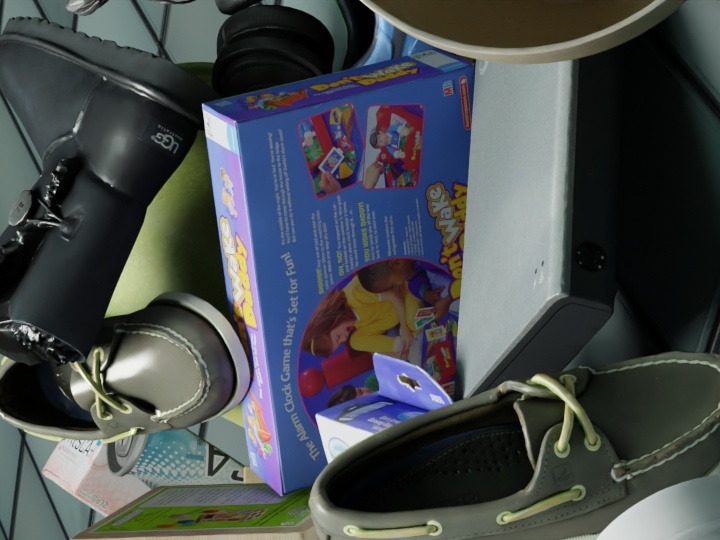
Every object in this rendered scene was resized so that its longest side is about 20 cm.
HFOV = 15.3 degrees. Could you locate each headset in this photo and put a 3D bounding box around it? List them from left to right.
[{"bbox_3d":[-0.061,-0.134,1.430,0.094,0.200,0.124,-20,70,32],"label":"headset"}]

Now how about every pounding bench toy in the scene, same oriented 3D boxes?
[{"bbox_3d":[-0.050,0.192,1.394,0.200,0.123,0.157,-26,-68,-72],"label":"pounding bench toy"}]

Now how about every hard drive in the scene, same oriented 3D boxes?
[{"bbox_3d":[0.084,-0.046,1.244,0.140,0.033,0.201,124,155,-58],"label":"hard drive"}]

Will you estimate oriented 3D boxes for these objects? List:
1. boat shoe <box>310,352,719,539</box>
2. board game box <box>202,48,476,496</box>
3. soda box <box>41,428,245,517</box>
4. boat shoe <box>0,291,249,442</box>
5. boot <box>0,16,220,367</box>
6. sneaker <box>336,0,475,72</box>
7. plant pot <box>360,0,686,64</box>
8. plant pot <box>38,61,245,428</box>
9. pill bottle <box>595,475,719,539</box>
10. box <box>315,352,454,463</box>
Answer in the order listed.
[{"bbox_3d":[0.076,0.082,1.166,0.060,0.201,0.072,64,-173,-53],"label":"boat shoe"},{"bbox_3d":[0.000,0.000,1.371,0.045,0.134,0.201,-148,48,-61],"label":"board game box"},{"bbox_3d":[-0.082,0.144,1.555,0.069,0.200,0.064,-58,25,-7],"label":"soda box"},{"bbox_3d":[-0.129,0.057,1.420,0.201,0.060,0.072,-9,103,56],"label":"boat shoe"},{"bbox_3d":[-0.170,-0.041,1.419,0.200,0.076,0.169,19,78,54],"label":"boot"},{"bbox_3d":[0.013,-0.190,1.397,0.066,0.078,0.201,-178,83,-68],"label":"sneaker"},{"bbox_3d":[0.079,-0.177,1.148,0.134,0.199,0.201,32,-135,-75],"label":"plant pot"},{"bbox_3d":[-0.058,0.006,1.502,0.184,0.200,0.201,32,126,47],"label":"plant pot"},{"bbox_3d":[0.169,0.187,1.091,0.113,0.112,0.201,110,145,-45],"label":"pill bottle"},{"bbox_3d":[0.034,0.141,1.284,0.119,0.041,0.201,10,120,68],"label":"box"}]
